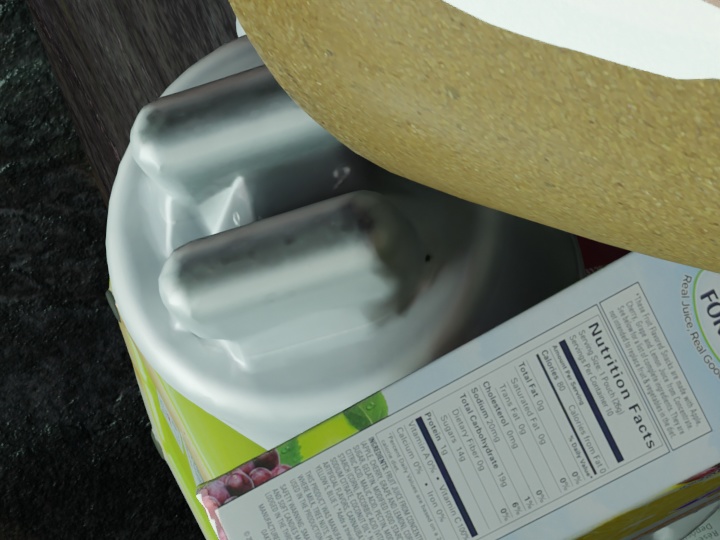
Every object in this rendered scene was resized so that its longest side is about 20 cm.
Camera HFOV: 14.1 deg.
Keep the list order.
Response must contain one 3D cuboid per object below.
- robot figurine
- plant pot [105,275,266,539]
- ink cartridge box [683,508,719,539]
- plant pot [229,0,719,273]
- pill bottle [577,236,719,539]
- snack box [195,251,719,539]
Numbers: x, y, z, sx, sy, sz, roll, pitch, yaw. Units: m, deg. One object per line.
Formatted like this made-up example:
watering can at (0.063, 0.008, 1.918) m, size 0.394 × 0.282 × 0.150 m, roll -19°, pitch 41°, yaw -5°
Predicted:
robot figurine at (0.000, 0.000, 0.820) m, size 0.200 × 0.112 × 0.171 m, roll 43°, pitch -144°, yaw -68°
plant pot at (0.007, 0.055, 1.259) m, size 0.200 × 0.181 × 0.199 m, roll 80°, pitch 163°, yaw -57°
ink cartridge box at (0.164, 0.198, 1.162) m, size 0.200 × 0.045 × 0.176 m, roll 74°, pitch 168°, yaw -47°
plant pot at (0.100, -0.068, 0.468) m, size 0.200 × 0.186 × 0.187 m, roll 33°, pitch 149°, yaw 50°
pill bottle at (0.052, 0.010, 1.079) m, size 0.200 × 0.114 × 0.114 m, roll 58°, pitch 169°, yaw 39°
snack box at (0.070, 0.031, 0.683) m, size 0.053 × 0.142 × 0.200 m, roll 65°, pitch -157°, yaw 8°
